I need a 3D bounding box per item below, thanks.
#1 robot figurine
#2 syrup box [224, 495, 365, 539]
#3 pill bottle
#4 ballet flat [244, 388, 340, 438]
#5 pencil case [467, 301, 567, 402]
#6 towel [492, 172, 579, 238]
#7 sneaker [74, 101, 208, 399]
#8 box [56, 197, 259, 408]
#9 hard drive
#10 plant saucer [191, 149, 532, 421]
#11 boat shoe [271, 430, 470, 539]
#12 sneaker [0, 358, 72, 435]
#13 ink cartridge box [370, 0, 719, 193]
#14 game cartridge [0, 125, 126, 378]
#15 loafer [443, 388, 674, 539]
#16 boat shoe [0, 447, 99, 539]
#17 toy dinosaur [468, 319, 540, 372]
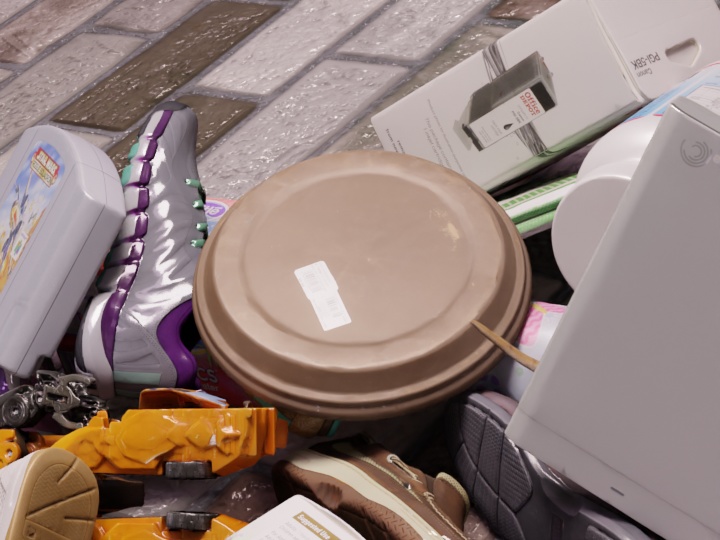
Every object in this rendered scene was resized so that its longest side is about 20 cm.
[{"bbox_3d":[-0.137,0.130,1.197,0.199,0.146,0.058,-3,-6,29],"label":"robot figurine"},{"bbox_3d":[-0.079,0.207,1.069,0.199,0.079,0.081,-31,33,-24],"label":"syrup box"},{"bbox_3d":[0.191,-0.047,1.216,0.108,0.110,0.200,5,23,32],"label":"pill bottle"},{"bbox_3d":[-0.026,0.013,1.256,0.072,0.068,0.201,23,49,-6],"label":"ballet flat"},{"bbox_3d":[0.151,0.061,1.195,0.199,0.084,0.091,6,19,32],"label":"pencil case"},{"bbox_3d":[0.079,-0.028,1.353,0.152,0.024,0.200,-23,4,-8],"label":"towel"},{"bbox_3d":[-0.108,-0.008,1.276,0.087,0.075,0.201,10,65,6],"label":"sneaker"},{"bbox_3d":[-0.109,0.016,1.375,0.199,0.103,0.095,6,37,34],"label":"box"},{"bbox_3d":[0.168,0.033,1.034,0.131,0.201,0.026,31,27,14],"label":"hard drive"},{"bbox_3d":[0.000,0.000,1.210,0.199,0.030,0.201,-2,49,3],"label":"plant saucer"},{"bbox_3d":[0.029,0.135,1.144,0.075,0.075,0.202,-24,30,-24],"label":"boat shoe"},{"bbox_3d":[-0.248,0.070,1.387,0.088,0.081,0.200,-25,25,-6],"label":"sneaker"},{"bbox_3d":[0.130,-0.121,1.388,0.200,0.083,0.146,-29,-3,40],"label":"ink cartridge box"},{"bbox_3d":[-0.202,-0.021,1.304,0.041,0.134,0.200,22,5,-23],"label":"game cartridge"},{"bbox_3d":[0.118,0.125,1.134,0.063,0.072,0.200,-11,32,-29],"label":"loafer"},{"bbox_3d":[-0.200,0.194,1.135,0.069,0.071,0.201,-15,48,44],"label":"boat shoe"},{"bbox_3d":[0.169,0.053,1.098,0.199,0.061,0.107,-17,54,-3],"label":"toy dinosaur"}]
